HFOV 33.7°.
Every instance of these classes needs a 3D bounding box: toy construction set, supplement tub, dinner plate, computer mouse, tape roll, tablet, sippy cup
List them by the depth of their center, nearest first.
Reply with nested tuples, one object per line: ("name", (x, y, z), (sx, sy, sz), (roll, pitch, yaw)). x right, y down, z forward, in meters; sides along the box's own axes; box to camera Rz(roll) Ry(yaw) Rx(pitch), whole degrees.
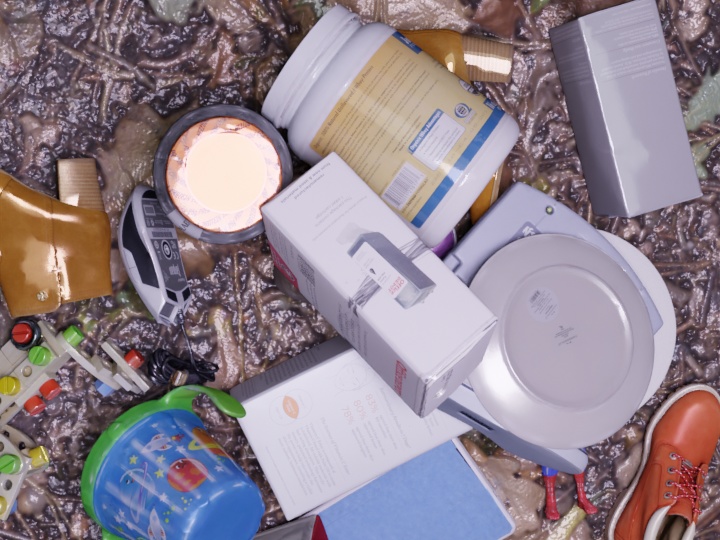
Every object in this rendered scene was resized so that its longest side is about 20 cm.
("supplement tub", (0.026, -0.130, 1.071), (0.200, 0.145, 0.145), (37, 90, 0))
("supplement tub", (-0.125, -0.087, 1.074), (0.122, 0.200, 0.123), (-1, 96, -7))
("sippy cup", (-0.162, 0.205, 1.080), (0.140, 0.130, 0.178), (-26, 130, -36))
("dinner plate", (0.186, 0.062, 1.090), (0.200, 0.024, 0.201), (4, 77, -17))
("toy construction set", (-0.301, 0.125, 1.125), (0.200, 0.092, 0.131), (-39, 74, -10))
("computer mouse", (-0.194, 0.018, 1.139), (0.044, 0.110, 0.200), (-17, 85, 17))
("tape roll", (0.211, 0.057, 1.180), (0.202, 0.037, 0.203), (0, 86, -6))
("tablet", (0.042, 0.259, 1.200), (0.200, 0.014, 0.130), (-33, 100, 11))

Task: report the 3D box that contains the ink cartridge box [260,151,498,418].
("ink cartridge box", (0.015, 0.016, 1.007), (0.085, 0.146, 0.200), (-39, 76, -11))

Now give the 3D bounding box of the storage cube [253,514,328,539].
("storage cube", (-0.096, 0.363, 1.124), (0.200, 0.171, 0.180), (-17, 96, 2))

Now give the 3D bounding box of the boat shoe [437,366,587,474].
("boat shoe", (0.139, 0.115, 1.115), (0.202, 0.075, 0.086), (30, 71, -13))

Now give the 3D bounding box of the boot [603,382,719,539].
("boot", (0.325, 0.213, 1.210), (0.075, 0.107, 0.200), (24, 90, -7))

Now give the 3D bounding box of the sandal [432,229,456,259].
("sandal", (0.013, -0.074, 1.166), (0.082, 0.050, 0.203), (-44, 100, 7))

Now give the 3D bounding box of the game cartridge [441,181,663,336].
("game cartridge", (0.188, 0.017, 1.142), (0.200, 0.041, 0.133), (44, 86, -4))

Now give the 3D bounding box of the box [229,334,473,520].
("box", (-0.011, 0.134, 1.161), (0.200, 0.097, 0.125), (-26, 98, -4))

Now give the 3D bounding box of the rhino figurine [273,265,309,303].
("rhino figurine", (0.000, 0.000, 1.131), (0.200, 0.060, 0.088), (11, 103, 28))

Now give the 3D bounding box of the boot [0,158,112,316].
("boot", (-0.335, -0.028, 1.109), (0.201, 0.071, 0.144), (-4, 93, -12))

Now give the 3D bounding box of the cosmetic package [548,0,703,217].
("cosmetic package", (0.257, -0.156, 1.167), (0.090, 0.107, 0.200), (-19, 99, -6))

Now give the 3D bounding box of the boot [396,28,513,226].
("boot", (0.071, -0.136, 1.172), (0.144, 0.071, 0.202), (4, 104, 5))

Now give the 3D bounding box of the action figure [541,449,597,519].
("action figure", (0.208, 0.152, 1.219), (0.065, 0.052, 0.200), (-7, 93, -4))
